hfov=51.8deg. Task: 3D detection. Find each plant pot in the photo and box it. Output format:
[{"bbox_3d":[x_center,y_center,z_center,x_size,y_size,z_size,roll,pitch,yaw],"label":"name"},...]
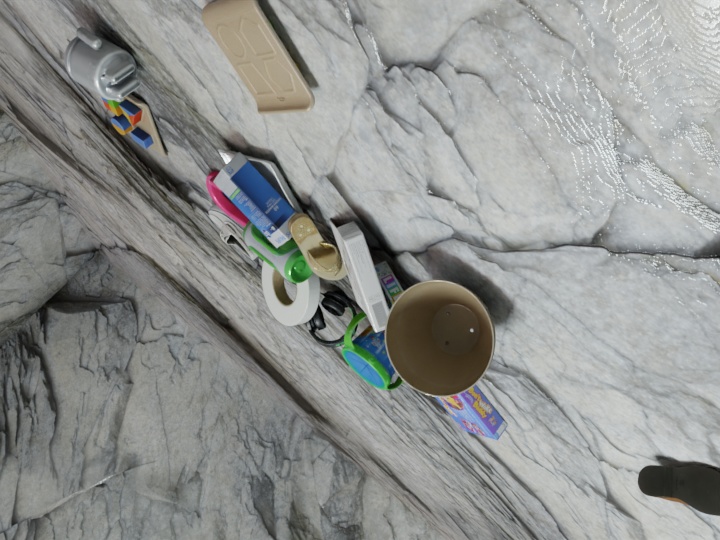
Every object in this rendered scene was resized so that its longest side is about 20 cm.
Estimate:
[{"bbox_3d":[0.157,0.114,1.345,0.199,0.202,0.134,36,-165,15],"label":"plant pot"}]

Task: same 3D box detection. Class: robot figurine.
[{"bbox_3d":[-0.574,-0.451,1.636,0.198,0.113,0.171,31,146,28],"label":"robot figurine"}]

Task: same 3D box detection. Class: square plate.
[{"bbox_3d":[-0.203,-0.178,1.611,0.196,0.028,0.201,22,150,45],"label":"square plate"}]

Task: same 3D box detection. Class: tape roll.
[{"bbox_3d":[-0.169,0.029,1.775,0.201,0.037,0.207,11,105,49],"label":"tape roll"}]

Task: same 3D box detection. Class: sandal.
[{"bbox_3d":[-0.079,-0.028,1.556,0.212,0.077,0.070,52,-178,-41],"label":"sandal"}]

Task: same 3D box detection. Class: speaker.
[{"bbox_3d":[-0.187,-0.049,1.688,0.199,0.088,0.089,36,160,40],"label":"speaker"}]

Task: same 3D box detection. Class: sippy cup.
[{"bbox_3d":[0.046,0.178,1.696,0.139,0.131,0.179,32,156,27],"label":"sippy cup"}]

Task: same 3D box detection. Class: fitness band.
[{"bbox_3d":[-0.304,-0.163,1.807,0.199,0.037,0.145,34,157,25],"label":"fitness band"}]

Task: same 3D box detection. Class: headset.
[{"bbox_3d":[-0.085,0.103,1.821,0.201,0.123,0.094,52,174,27],"label":"headset"}]

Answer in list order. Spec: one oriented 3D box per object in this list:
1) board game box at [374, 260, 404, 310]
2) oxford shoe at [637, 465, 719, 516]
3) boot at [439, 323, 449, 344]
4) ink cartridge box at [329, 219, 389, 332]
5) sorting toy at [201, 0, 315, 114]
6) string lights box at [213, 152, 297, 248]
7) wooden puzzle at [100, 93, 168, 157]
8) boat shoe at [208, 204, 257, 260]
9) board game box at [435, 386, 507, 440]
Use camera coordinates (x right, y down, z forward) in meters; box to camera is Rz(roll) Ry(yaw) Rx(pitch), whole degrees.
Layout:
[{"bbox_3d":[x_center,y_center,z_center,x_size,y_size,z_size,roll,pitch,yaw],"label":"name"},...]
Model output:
[{"bbox_3d":[0.076,0.090,1.537,0.201,0.034,0.136,78,166,-56],"label":"board game box"},{"bbox_3d":[0.567,0.366,1.241,0.070,0.073,0.199,20,169,-25],"label":"oxford shoe"},{"bbox_3d":[0.156,0.140,1.517,0.107,0.075,0.201,38,160,25],"label":"boot"},{"bbox_3d":[0.000,0.000,1.489,0.176,0.044,0.203,-123,14,-70],"label":"ink cartridge box"},{"bbox_3d":[-0.164,-0.352,1.213,0.184,0.036,0.202,13,139,52],"label":"sorting toy"},{"bbox_3d":[-0.216,-0.145,1.575,0.200,0.059,0.102,47,159,-10],"label":"string lights box"},{"bbox_3d":[-0.585,-0.384,1.878,0.184,0.046,0.201,33,157,23],"label":"wooden puzzle"},{"bbox_3d":[-0.334,-0.097,1.944,0.199,0.066,0.072,37,159,15],"label":"boat shoe"},{"bbox_3d":[0.232,0.297,1.708,0.201,0.045,0.134,51,158,-19],"label":"board game box"}]
